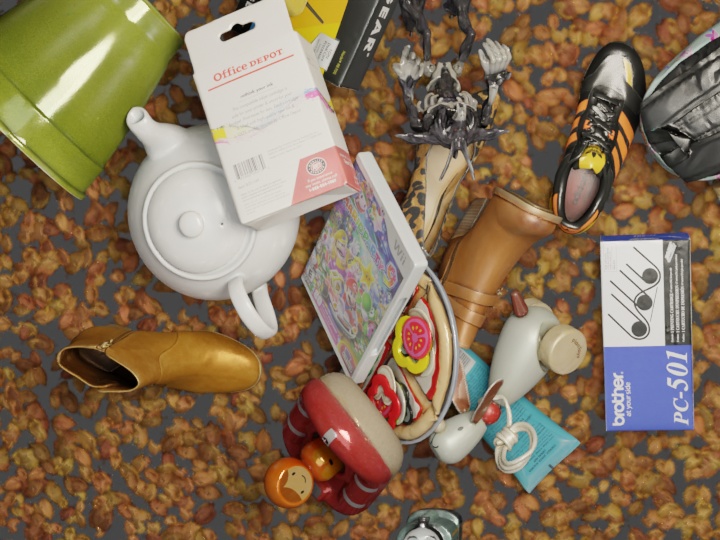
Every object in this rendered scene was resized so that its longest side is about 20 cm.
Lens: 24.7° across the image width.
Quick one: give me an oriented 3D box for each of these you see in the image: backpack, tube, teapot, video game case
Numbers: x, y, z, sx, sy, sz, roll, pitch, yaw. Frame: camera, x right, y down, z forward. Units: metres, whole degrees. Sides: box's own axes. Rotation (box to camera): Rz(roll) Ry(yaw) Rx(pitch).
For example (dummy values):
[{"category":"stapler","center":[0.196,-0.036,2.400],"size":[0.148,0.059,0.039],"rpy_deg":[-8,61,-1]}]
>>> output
[{"category":"backpack","center":[0.373,-0.167,1.624],"size":[0.199,0.126,0.168],"rpy_deg":[-32,83,12]},{"category":"tube","center":[0.138,0.143,1.747],"size":[0.077,0.050,0.200],"rpy_deg":[-44,97,11]},{"category":"teapot","center":[-0.157,-0.052,1.697],"size":[0.198,0.146,0.200],"rpy_deg":[16,102,3]},{"category":"video game case","center":[0.000,0.000,1.659],"size":[0.144,0.018,0.201],"rpy_deg":[64,146,30]}]

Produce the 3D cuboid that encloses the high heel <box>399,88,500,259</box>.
[{"category":"high heel","center":[0.093,-0.093,1.654],"size":[0.200,0.143,0.071],"rpy_deg":[-48,119,3]}]

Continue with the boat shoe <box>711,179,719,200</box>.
[{"category":"boat shoe","center":[0.456,-0.107,1.655],"size":[0.199,0.072,0.065],"rpy_deg":[-29,104,13]}]

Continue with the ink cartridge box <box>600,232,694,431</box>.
[{"category":"ink cartridge box","center":[0.299,0.065,1.713],"size":[0.093,0.044,0.203],"rpy_deg":[-2,100,9]}]

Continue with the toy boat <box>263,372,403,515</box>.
[{"category":"toy boat","center":[-0.044,0.196,1.690],"size":[0.130,0.200,0.131],"rpy_deg":[-35,77,-26]}]

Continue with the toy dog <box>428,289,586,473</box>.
[{"category":"toy dog","center":[0.139,0.099,1.674],"size":[0.096,0.131,0.201],"rpy_deg":[48,62,-32]}]

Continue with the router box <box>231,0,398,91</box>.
[{"category":"router box","center":[-0.029,-0.305,1.662],"size":[0.148,0.051,0.202],"rpy_deg":[29,101,23]}]

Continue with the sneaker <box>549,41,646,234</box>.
[{"category":"sneaker","center":[0.243,-0.130,1.663],"size":[0.069,0.090,0.202],"rpy_deg":[17,102,4]}]

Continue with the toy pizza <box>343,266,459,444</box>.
[{"category":"toy pizza","center":[0.031,0.078,1.687],"size":[0.031,0.199,0.203],"rpy_deg":[-4,102,-34]}]

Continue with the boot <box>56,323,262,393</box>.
[{"category":"boot","center":[-0.211,0.105,1.731],"size":[0.199,0.144,0.072],"rpy_deg":[12,102,4]}]

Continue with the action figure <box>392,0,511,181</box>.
[{"category":"action figure","center":[0.086,-0.195,1.627],"size":[0.117,0.102,0.202],"rpy_deg":[-6,67,-4]}]

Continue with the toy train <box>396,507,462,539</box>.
[{"category":"toy train","center":[0.071,0.308,1.711],"size":[0.084,0.200,0.116],"rpy_deg":[-1,85,9]}]

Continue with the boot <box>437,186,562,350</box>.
[{"category":"boot","center":[0.127,0.004,1.635],"size":[0.073,0.200,0.156],"rpy_deg":[25,82,-9]}]

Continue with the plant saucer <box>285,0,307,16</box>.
[{"category":"plant saucer","center":[-0.100,-0.388,1.643],"size":[0.199,0.048,0.201],"rpy_deg":[35,103,25]}]

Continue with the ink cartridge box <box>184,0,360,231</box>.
[{"category":"ink cartridge box","center":[-0.088,-0.155,1.615],"size":[0.115,0.067,0.202],"rpy_deg":[-20,82,11]}]

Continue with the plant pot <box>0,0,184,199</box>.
[{"category":"plant pot","center":[-0.289,-0.212,1.674],"size":[0.200,0.200,0.193],"rpy_deg":[45,90,-2]}]
